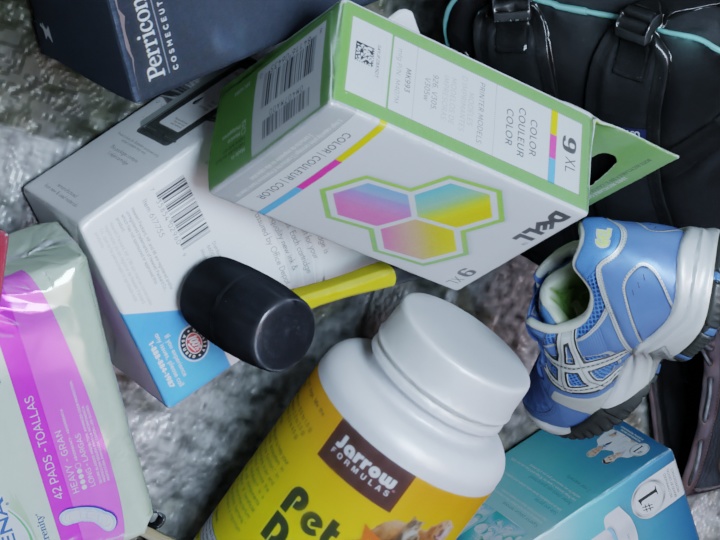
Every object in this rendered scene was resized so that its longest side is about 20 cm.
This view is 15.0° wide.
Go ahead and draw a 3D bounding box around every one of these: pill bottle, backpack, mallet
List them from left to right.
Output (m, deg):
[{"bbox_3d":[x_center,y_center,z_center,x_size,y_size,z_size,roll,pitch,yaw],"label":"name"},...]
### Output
[{"bbox_3d":[-0.001,0.112,1.375,0.109,0.109,0.200,21,113,-36],"label":"pill bottle"},{"bbox_3d":[0.000,0.000,1.334,0.199,0.066,0.041,-21,122,-42],"label":"mallet"},{"bbox_3d":[0.144,-0.086,1.391,0.154,0.175,0.201,-55,146,-43],"label":"backpack"}]

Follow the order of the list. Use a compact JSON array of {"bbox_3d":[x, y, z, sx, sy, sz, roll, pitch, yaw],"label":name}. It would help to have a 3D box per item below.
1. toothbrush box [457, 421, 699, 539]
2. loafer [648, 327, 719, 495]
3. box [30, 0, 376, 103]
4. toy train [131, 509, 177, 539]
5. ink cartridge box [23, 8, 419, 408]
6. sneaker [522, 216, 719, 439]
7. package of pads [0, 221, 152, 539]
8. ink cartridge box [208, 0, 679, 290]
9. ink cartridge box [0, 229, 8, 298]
[{"bbox_3d":[0.091,0.191,1.509,0.199,0.085,0.147,-33,122,-19],"label":"toothbrush box"},{"bbox_3d":[0.185,0.043,1.529,0.063,0.072,0.201,-26,122,-18],"label":"loafer"},{"bbox_3d":[-0.060,-0.191,1.262,0.199,0.107,0.149,-26,120,-22],"label":"box"},{"bbox_3d":[-0.148,0.213,1.386,0.034,0.046,0.201,29,90,-36],"label":"toy train"},{"bbox_3d":[-0.051,-0.041,1.345,0.200,0.068,0.116,-35,123,-17],"label":"ink cartridge box"},{"bbox_3d":[0.115,0.022,1.348,0.077,0.200,0.076,17,60,-10],"label":"sneaker"},{"bbox_3d":[-0.207,0.084,1.274,0.199,0.068,0.155,-19,116,-13],"label":"package of pads"},{"bbox_3d":[0.040,-0.047,1.275,0.199,0.104,0.060,22,58,-28],"label":"ink cartridge box"},{"bbox_3d":[-0.238,0.073,1.147,0.145,0.083,0.201,3,97,-40],"label":"ink cartridge box"}]
